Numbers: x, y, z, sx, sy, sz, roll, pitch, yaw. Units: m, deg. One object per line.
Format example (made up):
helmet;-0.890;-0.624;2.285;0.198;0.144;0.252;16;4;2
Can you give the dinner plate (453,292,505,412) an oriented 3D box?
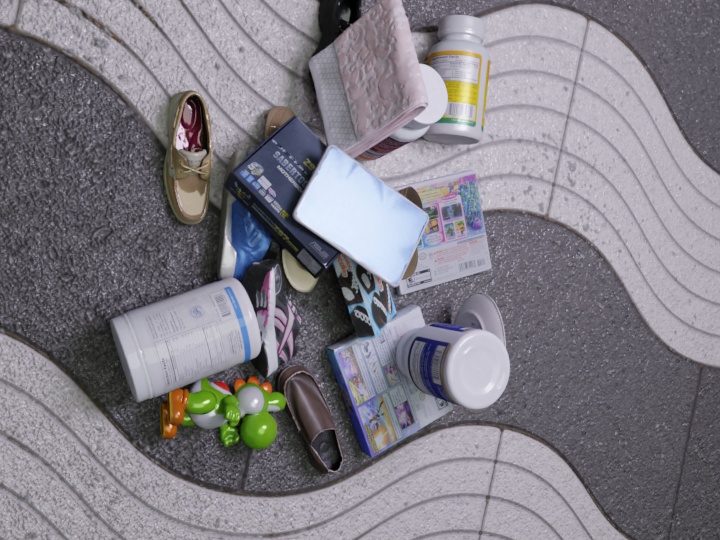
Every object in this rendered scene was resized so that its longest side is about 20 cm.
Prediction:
dinner plate;0.191;0.139;1.348;0.024;0.199;0.206;6;90;-20

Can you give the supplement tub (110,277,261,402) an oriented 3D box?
supplement tub;-0.259;0.100;1.175;0.196;0.131;0.135;-19;100;-22

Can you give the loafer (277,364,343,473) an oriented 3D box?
loafer;-0.072;0.248;1.300;0.072;0.071;0.203;-30;104;-20

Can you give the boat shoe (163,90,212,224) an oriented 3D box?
boat shoe;-0.261;-0.173;1.197;0.072;0.066;0.206;-6;95;-24

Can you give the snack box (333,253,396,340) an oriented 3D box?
snack box;0.000;0.000;1.306;0.116;0.036;0.204;-42;116;-64

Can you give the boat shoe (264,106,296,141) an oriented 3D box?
boat shoe;-0.121;-0.162;1.262;0.070;0.065;0.205;-6;76;-27

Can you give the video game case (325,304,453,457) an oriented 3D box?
video game case;0.053;0.190;1.370;0.179;0.045;0.204;-24;102;-24

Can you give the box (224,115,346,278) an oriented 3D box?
box;-0.083;-0.114;1.191;0.200;0.051;0.158;46;56;-3

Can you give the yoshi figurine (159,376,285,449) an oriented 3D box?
yoshi figurine;-0.207;0.235;1.225;0.196;0.112;0.115;1;108;-27

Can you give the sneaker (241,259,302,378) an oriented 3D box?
sneaker;-0.135;0.066;1.249;0.085;0.080;0.204;-23;133;-35

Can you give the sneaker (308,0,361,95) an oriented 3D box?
sneaker;-0.035;-0.366;1.282;0.074;0.090;0.206;1;93;-25

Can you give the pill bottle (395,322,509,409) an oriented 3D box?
pill bottle;0.140;0.148;1.275;0.117;0.199;0.123;-1;92;-24

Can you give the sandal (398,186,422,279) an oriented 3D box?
sandal;0.052;-0.051;1.298;0.078;0.069;0.214;48;36;-27

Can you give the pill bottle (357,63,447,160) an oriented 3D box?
pill bottle;0.050;-0.252;1.258;0.107;0.199;0.113;4;81;-28

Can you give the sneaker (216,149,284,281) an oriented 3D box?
sneaker;-0.163;-0.083;1.239;0.109;0.077;0.205;5;94;-19

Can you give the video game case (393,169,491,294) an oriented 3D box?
video game case;0.137;-0.071;1.411;0.196;0.024;0.187;-15;98;-23

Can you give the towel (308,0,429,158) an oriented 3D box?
towel;0.007;-0.285;1.177;0.032;0.189;0.204;14;56;-48

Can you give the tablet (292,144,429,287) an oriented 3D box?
tablet;0.004;-0.080;1.171;0.198;0.014;0.132;34;72;-19

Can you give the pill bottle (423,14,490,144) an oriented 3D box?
pill bottle;0.167;-0.329;1.365;0.110;0.112;0.206;5;90;-24

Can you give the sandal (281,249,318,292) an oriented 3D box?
sandal;-0.079;-0.070;1.284;0.076;0.069;0.217;8;89;-24
